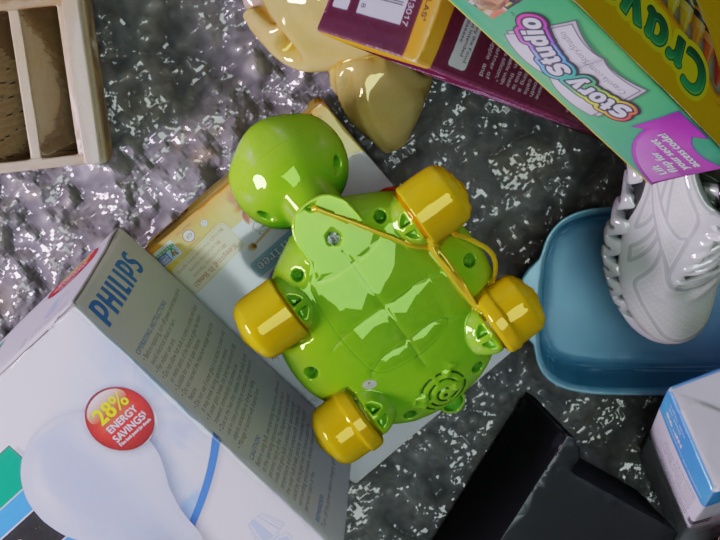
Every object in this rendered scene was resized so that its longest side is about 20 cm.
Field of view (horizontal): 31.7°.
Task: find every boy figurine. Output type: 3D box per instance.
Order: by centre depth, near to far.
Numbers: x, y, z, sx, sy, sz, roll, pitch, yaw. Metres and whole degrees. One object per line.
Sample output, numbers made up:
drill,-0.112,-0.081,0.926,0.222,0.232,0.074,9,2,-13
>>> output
boy figurine,-0.013,-0.165,0.729,0.124,0.064,0.200,-23,108,31

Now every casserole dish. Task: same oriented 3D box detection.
casserole dish,0.194,0.017,0.812,0.200,0.039,0.121,1,101,-8

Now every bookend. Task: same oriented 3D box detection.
bookend,0.145,0.220,0.821,0.199,0.092,0.200,30,95,-13

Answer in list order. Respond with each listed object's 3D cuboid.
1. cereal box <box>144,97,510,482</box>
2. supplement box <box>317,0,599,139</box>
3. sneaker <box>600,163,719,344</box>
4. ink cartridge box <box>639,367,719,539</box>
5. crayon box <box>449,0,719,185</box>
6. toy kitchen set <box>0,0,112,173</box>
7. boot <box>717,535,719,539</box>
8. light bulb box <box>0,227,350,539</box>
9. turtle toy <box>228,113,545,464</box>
cereal box,-0.015,0.014,0.785,0.144,0.040,0.200,-41,103,4
supplement box,0.089,-0.147,0.695,0.200,0.086,0.110,13,101,-43
sneaker,0.188,-0.032,0.718,0.075,0.081,0.200,-23,129,-20
ink cartridge box,0.243,0.111,0.789,0.116,0.200,0.067,-20,67,-3
crayon box,0.116,-0.166,0.597,0.200,0.058,0.173,34,59,-34
toy kitchen set,-0.145,-0.138,0.655,0.163,0.200,0.181,-7,102,-5
boot,0.244,0.229,0.796,0.200,0.077,0.138,18,107,-54
light bulb box,-0.143,0.123,0.733,0.198,0.125,0.200,-42,104,15
turtle toy,0.000,0.000,0.711,0.146,0.101,0.200,-34,104,1
